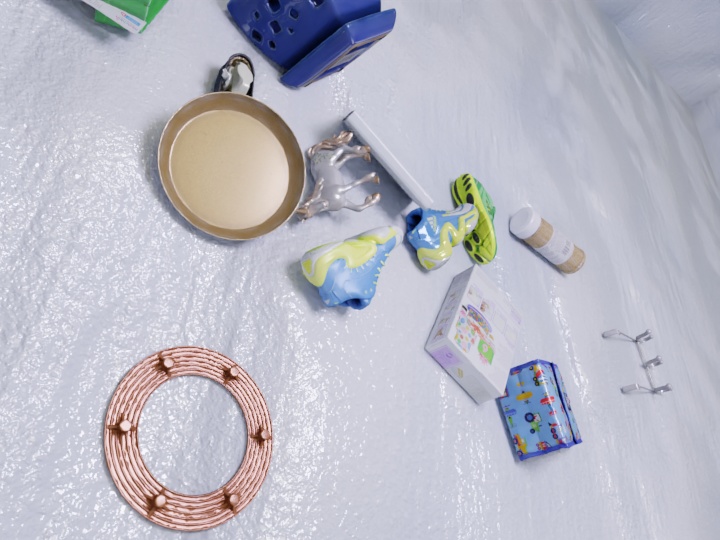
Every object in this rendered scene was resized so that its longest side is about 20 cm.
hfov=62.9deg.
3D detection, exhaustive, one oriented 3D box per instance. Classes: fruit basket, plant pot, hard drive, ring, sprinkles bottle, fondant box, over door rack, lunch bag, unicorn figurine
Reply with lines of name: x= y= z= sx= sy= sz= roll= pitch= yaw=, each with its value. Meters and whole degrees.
fruit basket: x=-0.361 y=-0.417 z=0.799 sx=0.199 sy=0.094 sz=0.186 roll=23 pitch=50 yaw=-13
plant pot: x=-0.171 y=-0.139 z=0.794 sx=0.199 sy=0.027 sz=0.202 roll=3 pitch=83 yaw=-26
plant pot: x=-0.068 y=-0.436 z=0.997 sx=0.181 sy=0.199 sz=0.200 roll=58 pitch=41 yaw=-10
hard drive: x=0.046 y=-0.195 z=1.032 sx=0.200 sy=0.026 sz=0.132 roll=46 pitch=7 yaw=-13
ring: x=-0.179 y=0.177 z=0.649 sx=0.199 sy=0.019 sz=0.202 roll=22 pitch=53 yaw=-33
sprinkles bottle: x=0.427 y=-0.066 z=1.339 sx=0.199 sy=0.068 sz=0.069 roll=32 pitch=47 yaw=-27
fondant box: x=0.205 y=0.106 z=1.031 sx=0.144 sy=0.058 sz=0.200 roll=46 pitch=42 yaw=-13
over door rack: x=0.678 y=0.217 z=1.412 sx=0.199 sy=0.066 sz=0.149 roll=11 pitch=58 yaw=-40
lunch bag: x=0.339 y=0.248 z=1.069 sx=0.199 sy=0.094 sz=0.152 roll=13 pitch=56 yaw=-53
unicorn figurine: x=-0.041 y=-0.136 z=0.921 sx=0.136 sy=0.074 sz=0.201 roll=-12 pitch=42 yaw=-3

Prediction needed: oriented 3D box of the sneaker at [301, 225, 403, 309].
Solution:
sneaker: x=0.000 y=0.000 z=0.887 sx=0.199 sy=0.075 sz=0.106 roll=-20 pitch=91 yaw=-40

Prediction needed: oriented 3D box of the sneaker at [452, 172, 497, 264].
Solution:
sneaker: x=0.246 y=-0.107 z=1.185 sx=0.083 sy=0.074 sz=0.201 roll=11 pitch=59 yaw=-35

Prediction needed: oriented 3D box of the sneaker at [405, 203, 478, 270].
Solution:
sneaker: x=0.147 y=-0.092 z=1.081 sx=0.105 sy=0.076 sz=0.200 roll=48 pitch=43 yaw=-10

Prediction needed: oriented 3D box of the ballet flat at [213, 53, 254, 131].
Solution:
ballet flat: x=-0.185 y=-0.240 z=0.856 sx=0.073 sy=0.073 sz=0.201 roll=23 pitch=52 yaw=-32
